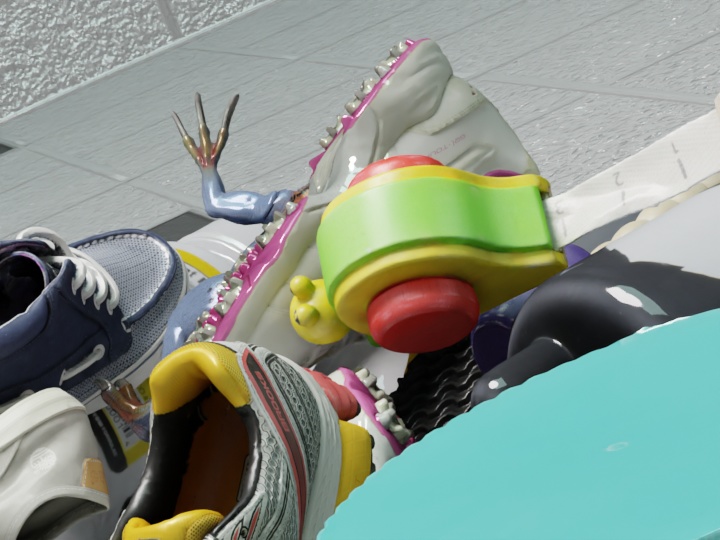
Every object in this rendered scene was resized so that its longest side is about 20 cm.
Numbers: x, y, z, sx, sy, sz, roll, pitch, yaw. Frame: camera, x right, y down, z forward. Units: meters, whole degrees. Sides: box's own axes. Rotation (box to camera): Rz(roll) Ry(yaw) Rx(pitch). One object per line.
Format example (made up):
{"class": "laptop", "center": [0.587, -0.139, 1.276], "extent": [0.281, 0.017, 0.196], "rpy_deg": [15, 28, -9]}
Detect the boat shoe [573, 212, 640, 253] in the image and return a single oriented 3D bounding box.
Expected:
{"class": "boat shoe", "center": [0.136, -0.013, 1.235], "extent": [0.070, 0.071, 0.200], "rpy_deg": [-22, 7, 45]}

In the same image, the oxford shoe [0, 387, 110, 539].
{"class": "oxford shoe", "center": [-0.182, 0.128, 1.032], "extent": [0.200, 0.058, 0.075], "rpy_deg": [-38, -12, -7]}

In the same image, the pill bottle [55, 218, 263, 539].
{"class": "pill bottle", "center": [-0.108, 0.056, 1.248], "extent": [0.114, 0.115, 0.200], "rpy_deg": [-10, 17, 41]}

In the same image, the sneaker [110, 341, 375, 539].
{"class": "sneaker", "center": [-0.053, 0.117, 0.813], "extent": [0.077, 0.082, 0.201], "rpy_deg": [-13, 60, 32]}

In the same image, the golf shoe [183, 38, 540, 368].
{"class": "golf shoe", "center": [0.000, 0.000, 1.033], "extent": [0.201, 0.091, 0.075], "rpy_deg": [-55, 6, -20]}

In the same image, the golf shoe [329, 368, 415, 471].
{"class": "golf shoe", "center": [-0.007, 0.101, 0.921], "extent": [0.091, 0.076, 0.200], "rpy_deg": [-35, 22, 4]}

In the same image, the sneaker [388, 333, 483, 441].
{"class": "sneaker", "center": [0.058, 0.057, 1.077], "extent": [0.070, 0.090, 0.201], "rpy_deg": [-24, 37, 22]}

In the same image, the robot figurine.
{"class": "robot figurine", "center": [0.132, 0.033, 0.903], "extent": [0.199, 0.150, 0.125], "rpy_deg": [-27, -25, -31]}

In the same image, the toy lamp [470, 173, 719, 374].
{"class": "toy lamp", "center": [0.116, -0.013, 1.045], "extent": [0.058, 0.059, 0.200], "rpy_deg": [-8, 23, 46]}

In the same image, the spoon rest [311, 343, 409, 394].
{"class": "spoon rest", "center": [-0.010, 0.081, 1.096], "extent": [0.100, 0.060, 0.200], "rpy_deg": [-56, 2, 19]}

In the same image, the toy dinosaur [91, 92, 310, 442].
{"class": "toy dinosaur", "center": [-0.021, 0.009, 1.106], "extent": [0.182, 0.105, 0.200], "rpy_deg": [-46, 40, 13]}

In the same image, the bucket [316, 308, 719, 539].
{"class": "bucket", "center": [0.091, 0.104, 0.672], "extent": [0.206, 0.136, 0.207], "rpy_deg": [-23, 13, 5]}

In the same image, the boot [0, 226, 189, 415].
{"class": "boot", "center": [-0.130, 0.016, 1.120], "extent": [0.072, 0.091, 0.200], "rpy_deg": [29, 40, 12]}

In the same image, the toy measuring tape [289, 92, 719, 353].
{"class": "toy measuring tape", "center": [0.048, -0.022, 0.926], "extent": [0.199, 0.074, 0.074], "rpy_deg": [-27, 9, 29]}
